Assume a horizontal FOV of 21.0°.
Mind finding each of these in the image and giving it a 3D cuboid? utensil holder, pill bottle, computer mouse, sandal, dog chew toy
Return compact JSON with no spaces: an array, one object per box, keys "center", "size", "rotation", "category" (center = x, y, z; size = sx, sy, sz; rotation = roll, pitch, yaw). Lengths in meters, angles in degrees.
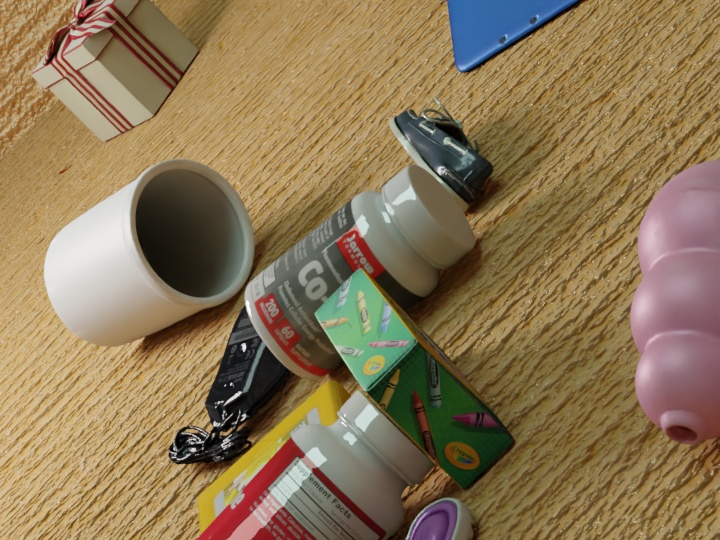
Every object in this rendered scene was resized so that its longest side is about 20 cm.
[{"center":[-0.245,-0.015,2.204],"size":[0.199,0.170,0.171],"rotation":[-24,30,46],"category":"utensil holder"},{"center":[0.000,0.000,1.784],"size":[0.200,0.114,0.114],"rotation":[-39,22,19],"category":"pill bottle"},{"center":[-0.106,0.107,1.890],"size":[0.138,0.053,0.201],"rotation":[-14,48,56],"category":"computer mouse"},{"center":[0.029,0.237,1.381],"size":[0.082,0.050,0.204],"rotation":[-32,25,33],"category":"sandal"},{"center":[-0.039,0.194,1.501],"size":[0.200,0.112,0.112],"rotation":[-47,21,-2],"category":"pill bottle"},{"center":[0.237,0.025,1.294],"size":[0.124,0.124,0.201],"rotation":[-21,40,47],"category":"dog chew toy"}]

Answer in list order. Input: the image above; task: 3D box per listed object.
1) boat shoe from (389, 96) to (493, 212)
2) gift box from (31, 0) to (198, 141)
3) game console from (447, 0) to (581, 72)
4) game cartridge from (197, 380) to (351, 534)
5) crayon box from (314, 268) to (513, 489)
[{"center":[0.080,-0.121,1.911],"size":[0.062,0.075,0.200],"rotation":[-44,22,7],"category":"boat shoe"},{"center":[-0.382,-0.346,3.045],"size":[0.199,0.187,0.185],"rotation":[-24,30,46],"category":"gift box"},{"center":[0.196,-0.320,2.137],"size":[0.199,0.119,0.170],"rotation":[-29,-5,37],"category":"game console"},{"center":[-0.069,0.199,1.665],"size":[0.176,0.032,0.200],"rotation":[-42,20,11],"category":"game cartridge"},{"center":[0.039,0.082,1.550],"size":[0.058,0.119,0.200],"rotation":[-44,21,3],"category":"crayon box"}]
